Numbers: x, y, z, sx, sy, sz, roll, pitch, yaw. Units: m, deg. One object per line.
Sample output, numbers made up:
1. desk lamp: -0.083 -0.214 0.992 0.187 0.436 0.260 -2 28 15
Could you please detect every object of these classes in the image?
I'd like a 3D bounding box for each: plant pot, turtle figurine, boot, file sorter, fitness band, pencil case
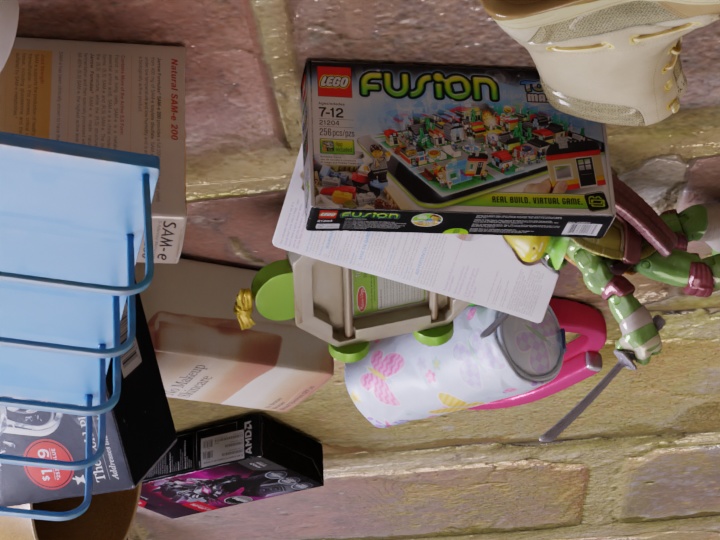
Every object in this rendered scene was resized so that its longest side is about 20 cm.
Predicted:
1. plant pot: -0.334 0.184 1.658 0.199 0.187 0.186 4 160 25
2. turtle figurine: 0.196 0.014 1.343 0.193 0.201 0.144 -2 -175 -15
3. boot: 0.187 -0.150 1.066 0.199 0.073 0.155 -10 154 19
4. file sorter: -0.205 0.036 1.048 0.138 0.123 0.200 9 129 -15
5. fitness band: 0.131 0.078 1.607 0.143 0.038 0.200 15 149 -34
6. pencil case: 0.076 0.072 1.504 0.083 0.091 0.200 8 159 -42

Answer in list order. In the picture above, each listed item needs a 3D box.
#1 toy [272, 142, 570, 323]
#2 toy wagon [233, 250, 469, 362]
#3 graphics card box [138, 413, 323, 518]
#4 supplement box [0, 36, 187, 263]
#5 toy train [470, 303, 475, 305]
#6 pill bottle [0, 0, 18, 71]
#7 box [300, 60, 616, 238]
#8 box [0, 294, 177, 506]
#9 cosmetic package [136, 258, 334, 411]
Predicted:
1. toy: 0.050 -0.046 1.249 0.199 0.047 0.115 17 113 -2
2. toy wagon: 0.000 0.000 1.335 0.199 0.040 0.155 -11 133 -11
3. graphics card box: -0.152 0.205 1.840 0.200 0.051 0.125 -16 152 25
4. supplement box: -0.210 -0.077 1.124 0.199 0.126 0.074 3 154 -10
5. toy train: 0.035 -0.016 1.389 0.200 0.042 0.056 17 140 -36
6. pill bottle: -0.287 -0.161 0.947 0.113 0.114 0.200 -19 151 32
7. box: 0.062 -0.079 1.166 0.199 0.110 0.035 1 155 -9
8. box: -0.257 0.066 1.325 0.182 0.201 0.104 -10 -167 16
9. cosmetic package: -0.131 0.051 1.459 0.199 0.088 0.103 9 154 -24
